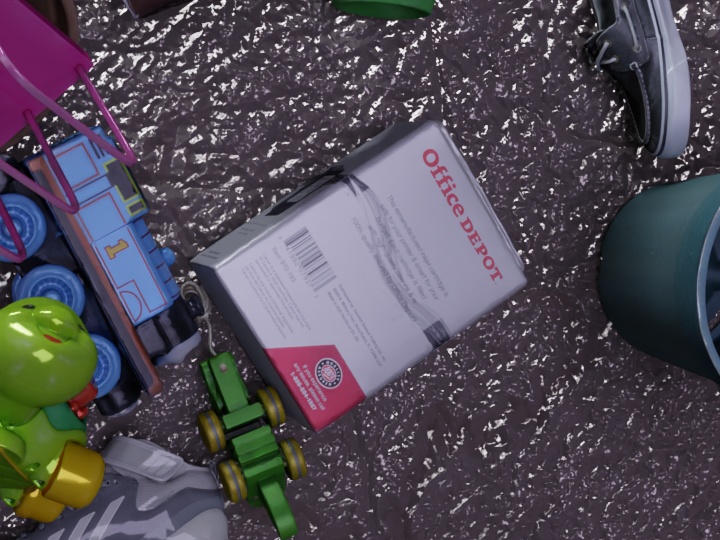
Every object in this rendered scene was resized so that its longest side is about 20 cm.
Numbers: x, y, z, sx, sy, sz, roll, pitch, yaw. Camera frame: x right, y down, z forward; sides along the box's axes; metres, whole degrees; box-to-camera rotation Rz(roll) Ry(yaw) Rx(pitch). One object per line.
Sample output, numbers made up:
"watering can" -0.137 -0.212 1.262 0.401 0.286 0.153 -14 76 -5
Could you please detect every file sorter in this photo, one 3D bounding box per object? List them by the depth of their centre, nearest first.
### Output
"file sorter" -0.259 -0.066 0.837 0.200 0.126 0.139 -39 145 7

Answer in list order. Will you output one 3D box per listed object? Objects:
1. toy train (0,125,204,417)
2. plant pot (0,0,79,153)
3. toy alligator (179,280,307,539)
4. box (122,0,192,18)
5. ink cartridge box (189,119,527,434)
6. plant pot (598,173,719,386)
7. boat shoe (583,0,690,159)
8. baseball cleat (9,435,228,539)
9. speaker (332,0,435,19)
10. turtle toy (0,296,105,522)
"toy train" -0.186 0.000 0.957 0.114 0.087 0.200 -29 102 -12
"plant pot" -0.291 -0.160 0.888 0.200 0.093 0.201 -22 144 -17
"toy alligator" -0.091 0.105 1.015 0.059 0.054 0.200 -20 75 -17
"box" -0.068 -0.285 0.896 0.200 0.166 0.165 -19 102 26
"ink cartridge box" 0.000 0.000 1.022 0.200 0.083 0.145 -34 104 -14
"plant pot" 0.291 0.006 1.061 0.200 0.196 0.201 -1 94 -19
"boat shoe" 0.209 -0.184 1.096 0.071 0.072 0.201 -11 87 -9
"baseball cleat" -0.197 0.176 0.987 0.200 0.070 0.107 -7 80 -20
"speaker" 0.025 -0.290 1.012 0.088 0.088 0.201 5 92 -19
"turtle toy" -0.220 0.080 0.854 0.146 0.200 0.101 25 63 -20
